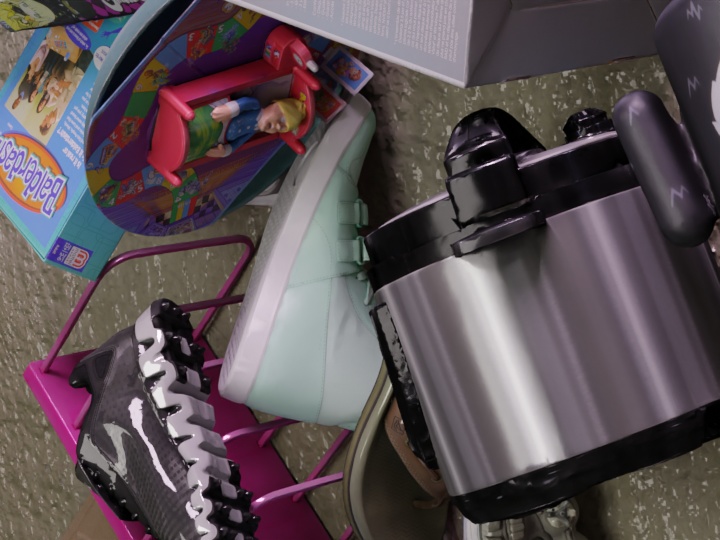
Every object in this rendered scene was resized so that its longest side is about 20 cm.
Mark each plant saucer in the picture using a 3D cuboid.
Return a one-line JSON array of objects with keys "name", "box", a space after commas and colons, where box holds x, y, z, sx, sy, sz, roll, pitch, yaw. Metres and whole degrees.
[{"name": "plant saucer", "box": [-0.087, -0.112, 1.308, 0.036, 0.200, 0.200, 44, 129, 30]}]

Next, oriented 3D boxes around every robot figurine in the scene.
[{"name": "robot figurine", "box": [0.211, -0.082, 1.033, 0.150, 0.125, 0.201, -32, 74, 47]}]

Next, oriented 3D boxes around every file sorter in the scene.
[{"name": "file sorter", "box": [-0.090, 0.092, 1.410, 0.200, 0.139, 0.126, 55, 133, 24]}]

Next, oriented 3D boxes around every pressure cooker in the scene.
[{"name": "pressure cooker", "box": [0.098, 0.012, 1.145, 0.176, 0.178, 0.201, -25, 84, 60]}]

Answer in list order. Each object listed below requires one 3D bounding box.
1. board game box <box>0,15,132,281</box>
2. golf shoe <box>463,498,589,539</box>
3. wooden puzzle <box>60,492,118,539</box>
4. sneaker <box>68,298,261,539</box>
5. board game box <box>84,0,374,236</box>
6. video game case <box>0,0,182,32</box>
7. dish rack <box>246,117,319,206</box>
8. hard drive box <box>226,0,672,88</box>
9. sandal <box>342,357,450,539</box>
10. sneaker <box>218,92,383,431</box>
[{"name": "board game box", "box": [-0.162, -0.115, 1.402, 0.200, 0.045, 0.152, -58, 40, 10]}, {"name": "golf shoe", "box": [0.100, 0.210, 1.290, 0.097, 0.078, 0.201, -164, 67, -72]}, {"name": "wooden puzzle", "box": [-0.137, 0.228, 1.571, 0.185, 0.046, 0.200, 56, 130, 23]}, {"name": "sneaker", "box": [-0.117, 0.121, 1.291, 0.090, 0.066, 0.200, -25, 67, 15]}, {"name": "board game box", "box": [-0.066, -0.092, 1.282, 0.200, 0.158, 0.039, -49, 60, 2]}, {"name": "video game case", "box": [-0.133, -0.242, 1.370, 0.181, 0.036, 0.200, 1, 60, 49]}, {"name": "dish rack", "box": [-0.109, -0.125, 1.453, 0.200, 0.043, 0.172, 4, 102, 49]}, {"name": "hard drive box", "box": [0.045, -0.166, 1.181, 0.200, 0.156, 0.077, 26, 119, 44]}, {"name": "sandal", "box": [0.042, 0.089, 1.301, 0.057, 0.080, 0.202, 35, 123, 42]}, {"name": "sneaker", "box": [0.000, 0.000, 1.349, 0.074, 0.118, 0.201, 161, 128, -76]}]
